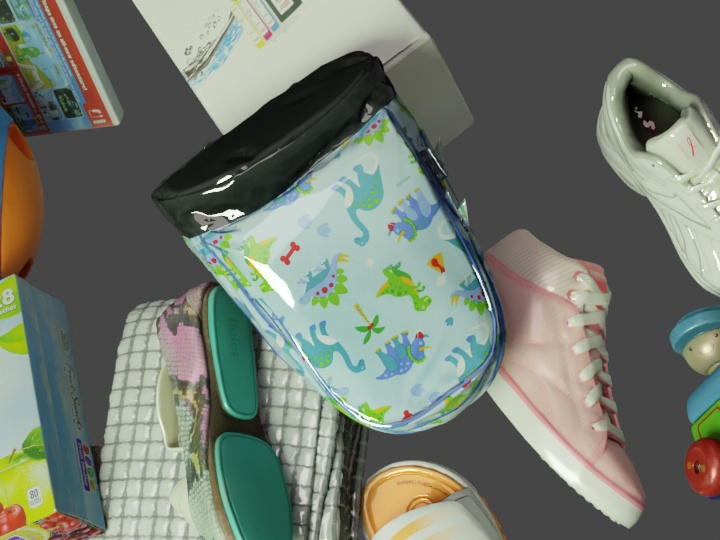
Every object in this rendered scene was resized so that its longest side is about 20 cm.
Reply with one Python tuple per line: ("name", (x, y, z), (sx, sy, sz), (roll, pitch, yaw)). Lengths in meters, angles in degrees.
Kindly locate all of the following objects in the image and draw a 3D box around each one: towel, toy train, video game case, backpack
("towel", (-0.078, 0.118, 0.983), (0.163, 0.086, 0.203), (-3, 70, 21))
("toy train", (0.248, 0.040, 0.855), (0.084, 0.201, 0.117), (1, 55, -22))
("video game case", (-0.291, -0.156, 1.120), (0.197, 0.144, 0.018), (-5, 42, 17))
("backpack", (0.000, 0.000, 0.884), (0.162, 0.201, 0.154), (-33, 24, -8))

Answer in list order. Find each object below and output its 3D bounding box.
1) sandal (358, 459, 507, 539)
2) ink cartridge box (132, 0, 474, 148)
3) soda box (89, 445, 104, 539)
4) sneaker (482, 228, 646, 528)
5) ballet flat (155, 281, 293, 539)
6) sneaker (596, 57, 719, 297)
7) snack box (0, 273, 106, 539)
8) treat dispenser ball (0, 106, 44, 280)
("sandal", (0.067, 0.198, 0.925), (0.079, 0.059, 0.207), (-38, 64, 4))
("ink cartridge box", (-0.043, -0.154, 1.028), (0.144, 0.147, 0.201), (-36, 66, 4))
("soda box", (-0.247, 0.159, 1.041), (0.197, 0.064, 0.069), (-2, 72, 18))
("sneaker", (0.132, 0.056, 0.940), (0.105, 0.075, 0.201), (-42, 61, 7))
("ballet flat", (-0.089, 0.104, 0.914), (0.071, 0.069, 0.202), (-30, 58, 29))
("sneaker", (0.212, -0.053, 0.936), (0.078, 0.099, 0.200), (-43, 65, 1))
("snack box", (-0.277, 0.122, 0.984), (0.198, 0.068, 0.170), (-23, 62, 14))
("treat dispenser ball", (-0.322, -0.044, 1.056), (0.198, 0.201, 0.204), (-6, 71, 16))
